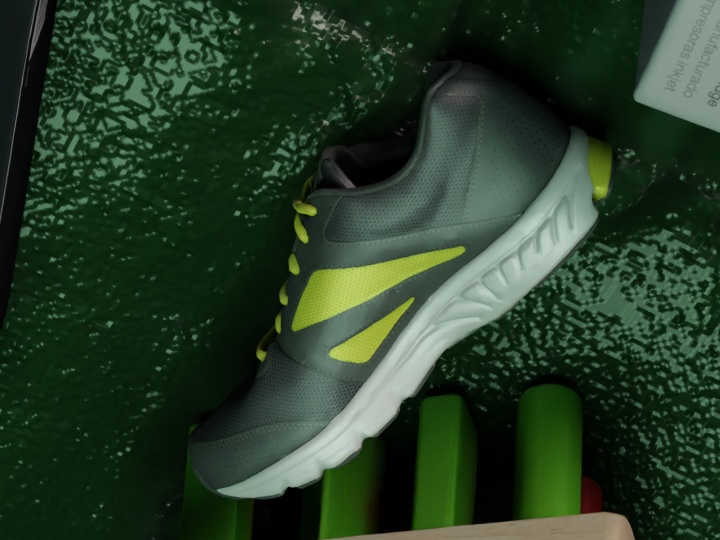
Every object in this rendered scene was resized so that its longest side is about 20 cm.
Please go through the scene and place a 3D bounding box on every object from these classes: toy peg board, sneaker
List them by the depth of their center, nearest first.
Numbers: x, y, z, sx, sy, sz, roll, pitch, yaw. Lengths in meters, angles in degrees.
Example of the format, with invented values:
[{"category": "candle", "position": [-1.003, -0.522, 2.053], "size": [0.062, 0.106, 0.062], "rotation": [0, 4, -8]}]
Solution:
[{"category": "sneaker", "position": [0.000, 0.000, 1.084], "size": [0.085, 0.075, 0.200], "rotation": [43, 108, -12]}, {"category": "toy peg board", "position": [0.025, 0.136, 1.171], "size": [0.199, 0.098, 0.200], "rotation": [-6, 139, 14]}]

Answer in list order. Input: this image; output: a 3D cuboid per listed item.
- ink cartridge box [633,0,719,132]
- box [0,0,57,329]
[{"category": "ink cartridge box", "position": [0.207, -0.098, 0.970], "size": [0.199, 0.084, 0.147], "rotation": [19, 125, -4]}, {"category": "box", "position": [-0.187, -0.057, 1.063], "size": [0.140, 0.079, 0.201], "rotation": [13, 126, -3]}]
